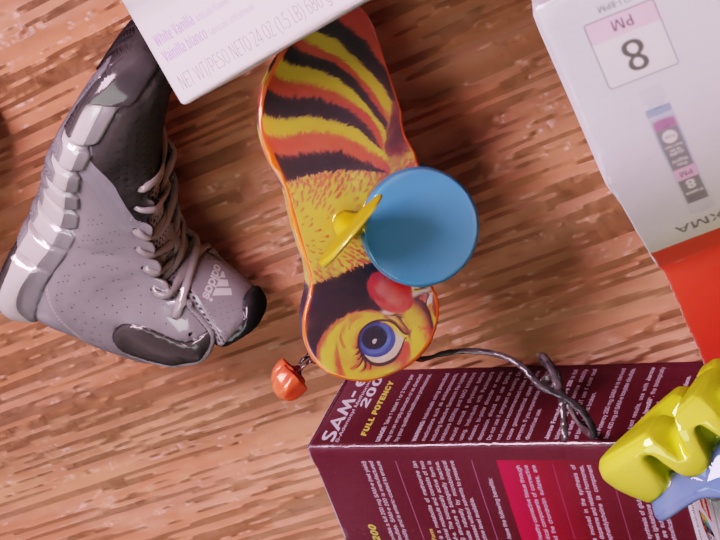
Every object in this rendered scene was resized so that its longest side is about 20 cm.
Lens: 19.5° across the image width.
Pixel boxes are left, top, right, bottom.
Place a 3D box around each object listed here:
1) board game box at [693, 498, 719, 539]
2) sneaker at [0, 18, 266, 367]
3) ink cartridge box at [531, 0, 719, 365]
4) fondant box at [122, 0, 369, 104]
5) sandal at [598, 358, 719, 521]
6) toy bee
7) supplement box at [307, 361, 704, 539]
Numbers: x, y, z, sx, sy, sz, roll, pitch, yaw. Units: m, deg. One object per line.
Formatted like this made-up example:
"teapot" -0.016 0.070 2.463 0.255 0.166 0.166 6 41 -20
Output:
"board game box" 0.216 0.140 0.879 0.126 0.035 0.201 -21 120 -4
"sneaker" -0.084 -0.023 0.926 0.115 0.075 0.200 29 143 -4
"ink cartridge box" 0.171 -0.048 0.757 0.162 0.057 0.201 -22 111 13
"fondant box" -0.053 -0.181 0.761 0.144 0.058 0.201 -25 96 37
"sandal" 0.185 0.047 0.760 0.200 0.079 0.087 -39 86 31
"toy bee" 0.000 0.000 0.846 0.108 0.131 0.201 -29 75 -2
"supplement box" 0.088 0.101 0.936 0.199 0.061 0.109 -3 124 26
